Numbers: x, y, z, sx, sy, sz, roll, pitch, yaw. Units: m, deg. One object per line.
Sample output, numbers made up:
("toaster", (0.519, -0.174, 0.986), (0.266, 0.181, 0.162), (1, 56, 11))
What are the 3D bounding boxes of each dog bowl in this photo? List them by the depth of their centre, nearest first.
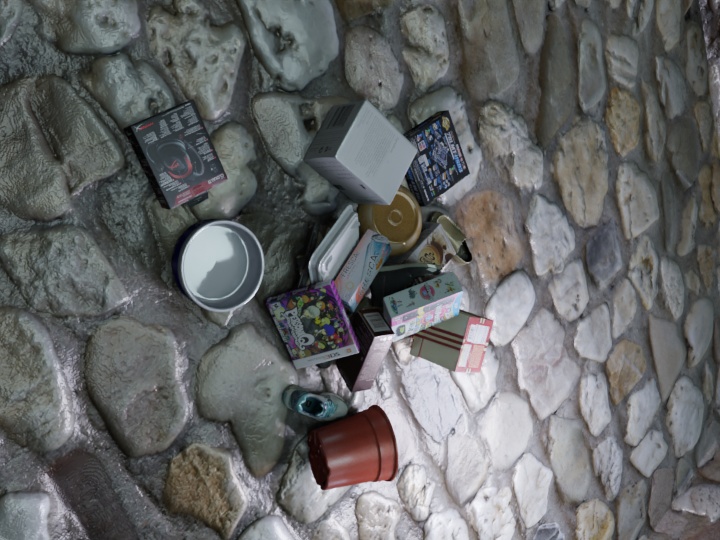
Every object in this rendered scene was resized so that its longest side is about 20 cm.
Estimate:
("dog bowl", (-0.321, -0.014, 1.321), (0.196, 0.078, 0.206), (-6, 100, -34))

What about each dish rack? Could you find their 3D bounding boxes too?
("dish rack", (-0.055, -0.043, 1.454), (0.202, 0.043, 0.173), (-55, 162, -25))

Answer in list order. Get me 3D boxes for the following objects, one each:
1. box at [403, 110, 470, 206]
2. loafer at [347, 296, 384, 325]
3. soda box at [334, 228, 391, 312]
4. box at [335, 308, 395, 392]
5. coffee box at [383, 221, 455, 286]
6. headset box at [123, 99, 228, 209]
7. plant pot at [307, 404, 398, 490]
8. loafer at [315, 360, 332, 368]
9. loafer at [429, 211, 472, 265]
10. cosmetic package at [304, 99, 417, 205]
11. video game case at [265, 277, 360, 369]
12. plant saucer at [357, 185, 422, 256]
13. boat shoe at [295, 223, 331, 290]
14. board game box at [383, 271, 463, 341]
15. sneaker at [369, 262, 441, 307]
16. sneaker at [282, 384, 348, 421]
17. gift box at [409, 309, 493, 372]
("box", (0.205, -0.319, 1.661), (0.197, 0.049, 0.203), (-37, 115, -26))
("loafer", (0.009, 0.113, 1.577), (0.196, 0.076, 0.069), (-21, 72, -22))
("soda box", (0.000, 0.000, 1.483), (0.202, 0.067, 0.064), (-58, 156, -17))
("box", (0.010, 0.208, 1.520), (0.073, 0.101, 0.204), (-4, 129, -32))
("coffee box", (0.167, -0.029, 1.657), (0.200, 0.079, 0.114), (-46, 119, -21))
("headset box", (-0.386, -0.236, 1.246), (0.147, 0.074, 0.204), (-33, 114, -26))
("plant pot", (-0.028, 0.476, 1.540), (0.190, 0.200, 0.207), (-6, 101, -25))
("loafer", (-0.098, 0.161, 1.506), (0.071, 0.072, 0.206), (-17, 107, -32))
("loafer", (0.276, -0.095, 1.731), (0.077, 0.067, 0.200), (-52, 121, -17))
("cosmetic package", (0.001, -0.288, 1.453), (0.199, 0.163, 0.168), (36, 77, -31))
("video game case", (-0.116, 0.135, 1.446), (0.177, 0.036, 0.204), (-16, 112, 15))
("plant saucer", (0.089, -0.143, 1.580), (0.195, 0.035, 0.207), (2, 85, -23))
("boat shoe", (-0.131, -0.021, 1.465), (0.065, 0.072, 0.205), (25, 96, -3))
("board game box", (0.160, 0.095, 1.515), (0.195, 0.065, 0.149), (-22, 152, -7))
("sneaker", (0.118, 0.038, 1.533), (0.075, 0.194, 0.110), (5, 80, -78))
("sneaker", (-0.105, 0.360, 1.521), (0.197, 0.086, 0.080), (20, 86, -35))
("gift box", (0.248, 0.179, 1.677), (0.198, 0.184, 0.189), (20, 87, -50))
